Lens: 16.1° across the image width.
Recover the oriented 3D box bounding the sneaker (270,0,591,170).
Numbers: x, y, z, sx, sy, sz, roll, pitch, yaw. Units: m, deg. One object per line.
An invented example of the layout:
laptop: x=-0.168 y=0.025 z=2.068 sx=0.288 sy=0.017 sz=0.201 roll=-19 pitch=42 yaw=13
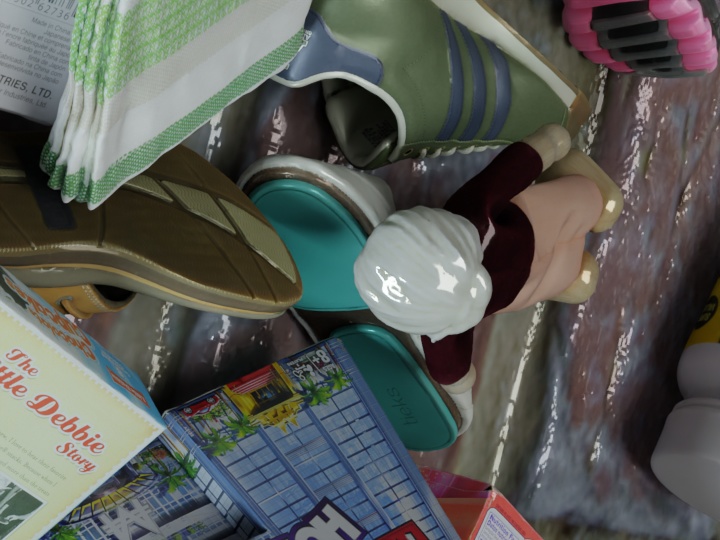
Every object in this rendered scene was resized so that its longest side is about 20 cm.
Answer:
sneaker: x=0.023 y=-0.081 z=1.104 sx=0.090 sy=0.067 sz=0.200 roll=-56 pitch=143 yaw=-2

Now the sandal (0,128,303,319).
sandal: x=-0.113 y=-0.012 z=0.951 sx=0.200 sy=0.080 sz=0.054 roll=4 pitch=140 yaw=-36

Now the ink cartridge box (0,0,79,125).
ink cartridge box: x=-0.113 y=-0.154 z=0.872 sx=0.119 sy=0.042 sz=0.200 roll=16 pitch=112 yaw=-45

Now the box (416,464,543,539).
box: x=0.048 y=0.176 z=1.166 sx=0.200 sy=0.095 sz=0.103 roll=47 pitch=64 yaw=-45

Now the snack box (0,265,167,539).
snack box: x=-0.169 y=0.038 z=0.877 sx=0.116 sy=0.037 sz=0.200 roll=-40 pitch=137 yaw=5

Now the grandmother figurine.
grandmother figurine: x=0.052 y=-0.005 z=1.070 sx=0.200 sy=0.061 sz=0.121 roll=-9 pitch=110 yaw=-67

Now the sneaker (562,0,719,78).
sneaker: x=0.122 y=-0.168 z=1.193 sx=0.200 sy=0.079 sz=0.095 roll=49 pitch=51 yaw=-46

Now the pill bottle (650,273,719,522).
pill bottle: x=0.236 y=0.035 z=1.340 sx=0.114 sy=0.114 sz=0.200 roll=48 pitch=62 yaw=-45

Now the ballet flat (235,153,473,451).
ballet flat: x=0.000 y=0.000 z=1.099 sx=0.069 sy=0.069 sz=0.200 roll=-57 pitch=141 yaw=-24

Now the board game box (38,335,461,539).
board game box: x=-0.023 y=0.143 z=0.997 sx=0.200 sy=0.200 sz=0.062 roll=-24 pitch=154 yaw=-45

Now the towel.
towel: x=-0.052 y=-0.131 z=0.906 sx=0.149 sy=0.031 sz=0.200 roll=-41 pitch=155 yaw=-45
